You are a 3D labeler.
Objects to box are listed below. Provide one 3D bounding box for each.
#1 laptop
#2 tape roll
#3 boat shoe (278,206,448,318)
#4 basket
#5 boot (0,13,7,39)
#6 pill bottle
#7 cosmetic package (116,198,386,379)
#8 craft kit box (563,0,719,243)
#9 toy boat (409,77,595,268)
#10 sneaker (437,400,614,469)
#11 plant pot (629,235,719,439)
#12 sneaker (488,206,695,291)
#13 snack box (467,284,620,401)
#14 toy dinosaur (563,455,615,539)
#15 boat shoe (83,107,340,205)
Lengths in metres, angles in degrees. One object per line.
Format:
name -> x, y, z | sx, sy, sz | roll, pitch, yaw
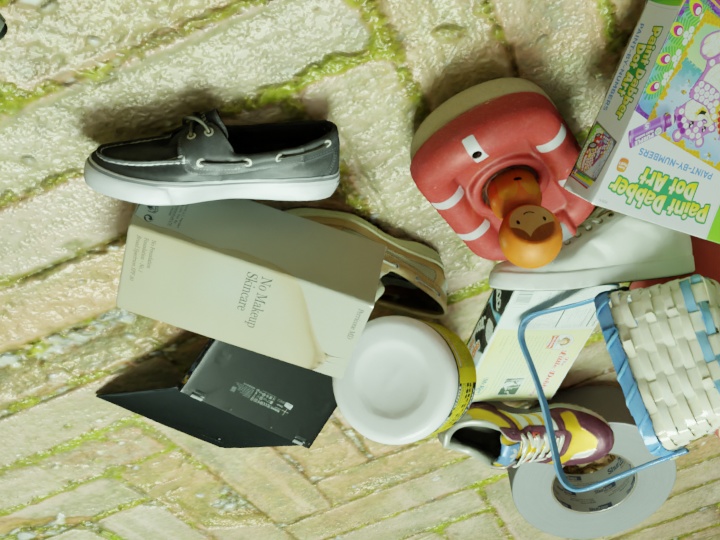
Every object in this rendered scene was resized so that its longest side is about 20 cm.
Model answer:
laptop -> -0.125, 0.104, 1.041 | 0.187, 0.116, 0.201 | 33, 92, -43
tape roll -> 0.279, 0.237, 1.244 | 0.199, 0.066, 0.201 | -1, 125, -2
boat shoe -> 0.000, 0.000, 0.906 | 0.199, 0.077, 0.072 | 12, 134, -29
basket -> 0.258, 0.101, 0.954 | 0.199, 0.178, 0.139 | -20, 164, 21
boot -> -0.238, -0.195, 0.619 | 0.198, 0.068, 0.131 | -5, 145, -1
pill bottle -> 0.051, 0.103, 0.970 | 0.112, 0.113, 0.200 | -25, 170, 11
cosmetic package -> -0.090, 0.005, 0.833 | 0.199, 0.073, 0.104 | 18, 134, -3
craft kit box -> 0.284, -0.128, 0.816 | 0.199, 0.049, 0.199 | 12, 110, -30
toy boat -> 0.127, -0.059, 0.837 | 0.130, 0.131, 0.200 | -30, 139, 16
sneaker -> 0.183, 0.191, 1.127 | 0.198, 0.090, 0.076 | 6, 111, 6
plant pot -> 0.397, 0.070, 1.043 | 0.199, 0.178, 0.201 | -9, 140, -8
sneaker -> 0.212, -0.025, 0.957 | 0.198, 0.085, 0.073 | -8, -179, -10
snack box -> 0.181, 0.068, 1.077 | 0.115, 0.037, 0.201 | 1, 138, -17
toy dinosaur -> 0.308, 0.295, 1.385 | 0.199, 0.061, 0.106 | 30, 136, -30
boat shoe -> -0.108, -0.092, 0.776 | 0.198, 0.070, 0.067 | 1, 121, -15
